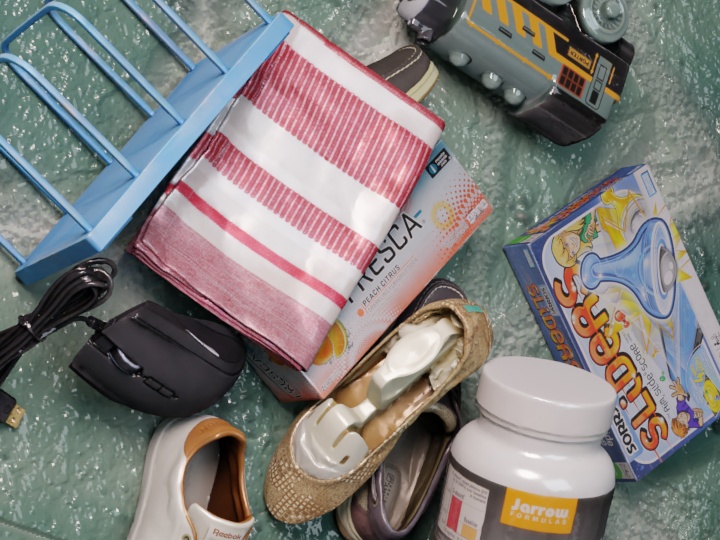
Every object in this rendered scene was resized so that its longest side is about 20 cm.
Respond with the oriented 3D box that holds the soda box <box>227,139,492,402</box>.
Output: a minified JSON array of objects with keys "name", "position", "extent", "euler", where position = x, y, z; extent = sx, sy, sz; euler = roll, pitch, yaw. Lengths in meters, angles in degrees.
[{"name":"soda box","position":[0.000,0.000,1.481],"extent":[0.200,0.063,0.069],"euler":[-47,109,-26]}]

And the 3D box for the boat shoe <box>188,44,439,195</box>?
[{"name":"boat shoe","position":[-0.032,-0.113,1.467],"extent":[0.200,0.072,0.066],"euler":[-33,108,-25]}]

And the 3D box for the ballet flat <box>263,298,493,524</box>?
[{"name":"ballet flat","position":[0.005,0.088,1.438],"extent":[0.200,0.065,0.070],"euler":[-46,71,-2]}]

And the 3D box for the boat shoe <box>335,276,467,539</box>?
[{"name":"boat shoe","position":[0.042,0.099,1.497],"extent":[0.072,0.065,0.201],"euler":[29,71,-26]}]

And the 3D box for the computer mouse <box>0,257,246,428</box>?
[{"name":"computer mouse","position":[-0.160,0.072,1.357],"extent":[0.200,0.140,0.046],"euler":[34,25,-55]}]

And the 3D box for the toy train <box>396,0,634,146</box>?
[{"name":"toy train","position":[0.114,-0.178,1.550],"extent":[0.199,0.085,0.115],"euler":[31,64,-26]}]

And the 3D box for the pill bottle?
[{"name":"pill bottle","position":[0.111,0.169,1.470],"extent":[0.116,0.116,0.202],"euler":[0,108,-32]}]

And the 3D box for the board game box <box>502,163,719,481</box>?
[{"name":"board game box","position":[0.203,0.039,1.621],"extent":[0.135,0.034,0.201],"euler":[-33,103,-30]}]

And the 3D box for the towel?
[{"name":"towel","position":[-0.045,-0.055,1.410],"extent":[0.144,0.023,0.201],"euler":[34,74,-12]}]

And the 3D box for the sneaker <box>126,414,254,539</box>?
[{"name":"sneaker","position":[-0.114,0.193,1.383],"extent":[0.072,0.084,0.202],"euler":[11,82,-32]}]

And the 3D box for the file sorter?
[{"name":"file sorter","position":[-0.168,-0.112,1.345],"extent":[0.123,0.139,0.200],"euler":[44,65,-14]}]
